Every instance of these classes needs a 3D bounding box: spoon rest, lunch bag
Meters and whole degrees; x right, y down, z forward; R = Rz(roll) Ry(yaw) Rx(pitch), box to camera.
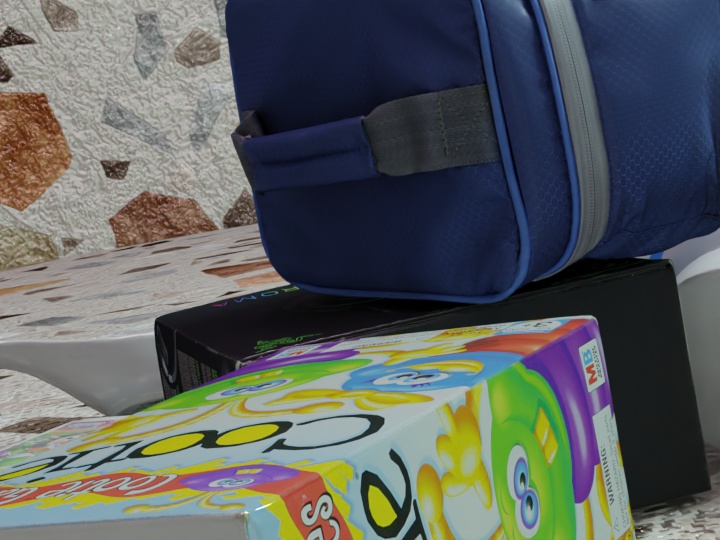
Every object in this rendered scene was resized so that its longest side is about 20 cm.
[{"bbox_3d":[-0.172,0.065,1.059,0.200,0.061,0.099,-13,-18,-11],"label":"spoon rest"},{"bbox_3d":[0.030,-0.063,0.693,0.132,0.136,0.200,-15,8,-34],"label":"lunch bag"}]

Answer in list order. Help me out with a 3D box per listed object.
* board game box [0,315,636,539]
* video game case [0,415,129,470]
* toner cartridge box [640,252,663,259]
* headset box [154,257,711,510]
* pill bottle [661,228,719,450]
[{"bbox_3d":[-0.013,0.082,0.431,0.105,0.103,0.200,-8,6,26],"label":"board game box"},{"bbox_3d":[-0.153,0.104,0.913,0.143,0.018,0.200,-6,7,31],"label":"video game case"},{"bbox_3d":[0.154,0.007,0.908,0.200,0.095,0.043,-11,-7,1],"label":"toner cartridge box"},{"bbox_3d":[0.021,0.053,0.726,0.174,0.093,0.200,-12,7,-14],"label":"headset box"},{"bbox_3d":[0.193,0.000,0.776,0.112,0.112,0.200,-7,17,30],"label":"pill bottle"}]
